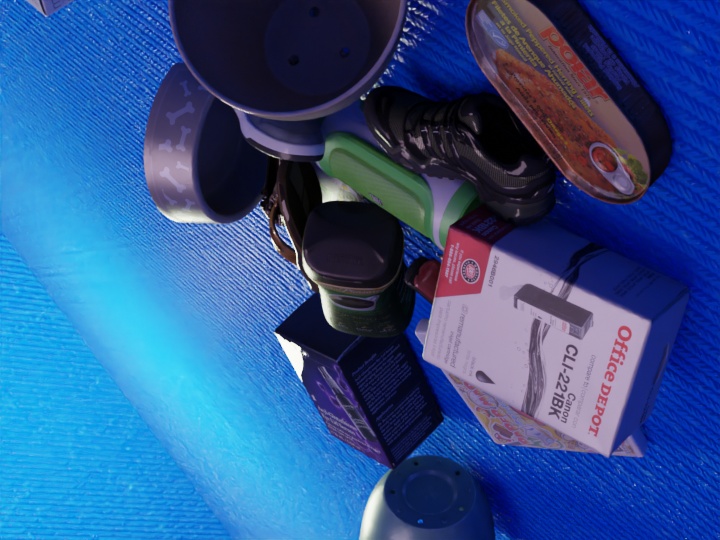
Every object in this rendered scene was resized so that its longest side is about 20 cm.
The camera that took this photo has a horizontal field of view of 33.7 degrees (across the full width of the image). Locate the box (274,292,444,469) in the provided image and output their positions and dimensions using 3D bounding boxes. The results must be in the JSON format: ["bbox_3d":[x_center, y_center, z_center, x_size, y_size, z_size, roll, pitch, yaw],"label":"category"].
[{"bbox_3d":[-0.001,0.137,1.555,0.147,0.104,0.201,19,143,52],"label":"box"}]

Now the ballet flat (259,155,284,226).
[{"bbox_3d":[-0.087,-0.137,1.292,0.068,0.046,0.202,-115,23,-52],"label":"ballet flat"}]

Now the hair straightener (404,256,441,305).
[{"bbox_3d":[0.125,0.051,1.230,0.199,0.041,0.077,35,177,-18],"label":"hair straightener"}]

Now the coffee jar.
[{"bbox_3d":[0.000,0.000,1.240,0.103,0.086,0.200,7,160,9],"label":"coffee jar"}]

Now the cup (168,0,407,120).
[{"bbox_3d":[-0.050,-0.216,1.025,0.200,0.200,0.143,45,-178,10],"label":"cup"}]

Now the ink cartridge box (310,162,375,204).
[{"bbox_3d":[-0.013,-0.074,1.318,0.109,0.050,0.200,46,157,8],"label":"ink cartridge box"}]

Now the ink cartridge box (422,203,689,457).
[{"bbox_3d":[0.167,0.047,1.040,0.199,0.084,0.146,26,124,26],"label":"ink cartridge box"}]

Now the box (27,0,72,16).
[{"bbox_3d":[-0.422,-0.443,1.437,0.176,0.097,0.201,38,155,24],"label":"box"}]

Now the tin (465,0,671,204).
[{"bbox_3d":[0.160,-0.141,0.914,0.201,0.042,0.112,51,161,-4],"label":"tin"}]

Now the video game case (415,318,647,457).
[{"bbox_3d":[0.173,0.119,1.202,0.180,0.023,0.201,-1,139,40],"label":"video game case"}]

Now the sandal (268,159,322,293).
[{"bbox_3d":[-0.070,-0.046,1.294,0.054,0.083,0.201,4,149,13],"label":"sandal"}]

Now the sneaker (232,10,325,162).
[{"bbox_3d":[-0.073,-0.192,1.145,0.200,0.083,0.122,-126,42,-53],"label":"sneaker"}]

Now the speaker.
[{"bbox_3d":[0.041,-0.095,1.144,0.199,0.088,0.089,35,153,32],"label":"speaker"}]

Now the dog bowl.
[{"bbox_3d":[-0.151,-0.143,1.292,0.058,0.201,0.201,17,144,25],"label":"dog bowl"}]

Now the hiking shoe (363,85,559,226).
[{"bbox_3d":[0.091,-0.127,1.038,0.199,0.076,0.101,30,144,20],"label":"hiking shoe"}]

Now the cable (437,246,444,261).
[{"bbox_3d":[0.156,0.036,1.179,0.200,0.050,0.097,45,163,10],"label":"cable"}]

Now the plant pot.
[{"bbox_3d":[0.091,0.350,1.613,0.200,0.200,0.162,33,142,33],"label":"plant pot"}]
